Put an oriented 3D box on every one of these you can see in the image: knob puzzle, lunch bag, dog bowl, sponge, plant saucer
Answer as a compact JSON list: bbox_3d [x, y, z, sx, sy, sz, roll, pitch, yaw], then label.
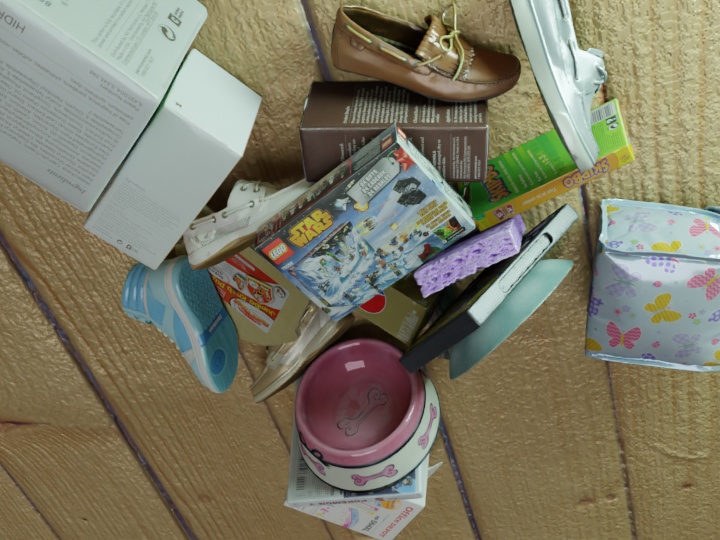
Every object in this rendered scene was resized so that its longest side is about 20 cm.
[{"bbox_3d":[-0.152,0.020,1.146,0.216,0.031,0.222,22,139,20],"label":"knob puzzle"},{"bbox_3d":[0.369,0.019,1.043,0.196,0.128,0.172,7,128,14],"label":"lunch bag"},{"bbox_3d":[0.002,0.177,1.156,0.196,0.203,0.074,-7,143,13],"label":"dog bowl"},{"bbox_3d":[0.126,-0.022,0.992,0.110,0.200,0.030,-27,92,15],"label":"sponge"},{"bbox_3d":[0.166,0.046,1.060,0.039,0.201,0.201,46,124,3],"label":"plant saucer"}]

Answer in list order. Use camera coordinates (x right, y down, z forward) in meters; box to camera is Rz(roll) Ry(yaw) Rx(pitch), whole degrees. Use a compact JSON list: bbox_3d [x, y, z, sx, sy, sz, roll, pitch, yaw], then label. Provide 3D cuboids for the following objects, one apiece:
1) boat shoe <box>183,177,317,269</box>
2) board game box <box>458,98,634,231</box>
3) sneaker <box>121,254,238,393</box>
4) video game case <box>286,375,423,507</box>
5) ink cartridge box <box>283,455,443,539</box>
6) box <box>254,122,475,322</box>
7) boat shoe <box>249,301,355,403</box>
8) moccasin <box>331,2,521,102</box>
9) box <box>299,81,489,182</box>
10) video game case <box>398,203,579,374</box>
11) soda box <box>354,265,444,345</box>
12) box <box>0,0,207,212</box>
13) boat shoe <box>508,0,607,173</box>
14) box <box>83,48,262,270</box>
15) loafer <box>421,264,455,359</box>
[{"bbox_3d":[-0.123,-0.071,1.012,0.197,0.071,0.070,-27,85,17],"label":"boat shoe"},{"bbox_3d":[0.196,-0.111,0.976,0.197,0.096,0.030,-23,123,23],"label":"board game box"},{"bbox_3d":[-0.241,0.069,1.174,0.128,0.080,0.203,1,120,29],"label":"sneaker"},{"bbox_3d":[-0.005,0.211,1.195,0.178,0.203,0.023,-7,143,13],"label":"video game case"},{"bbox_3d":[0.009,0.290,1.296,0.197,0.127,0.129,23,135,-11],"label":"ink cartridge box"},{"bbox_3d":[0.003,-0.045,0.951,0.199,0.040,0.137,-34,122,23],"label":"box"},{"bbox_3d":[-0.090,0.100,1.204,0.200,0.073,0.069,-45,80,26],"label":"boat shoe"},{"bbox_3d":[0.069,-0.229,0.919,0.198,0.074,0.078,18,138,5],"label":"moccasin"},{"bbox_3d":[0.039,-0.149,0.963,0.196,0.101,0.076,2,130,6],"label":"box"},{"bbox_3d":[0.138,0.025,0.991,0.026,0.180,0.200,46,154,2],"label":"video game case"},{"bbox_3d":[0.000,0.000,1.063,0.198,0.068,0.065,32,130,11],"label":"soda box"},{"bbox_3d":[-0.291,-0.214,0.887,0.198,0.201,0.171,34,126,-19],"label":"box"},{"bbox_3d":[0.206,-0.201,0.883,0.070,0.070,0.204,-20,94,13],"label":"boat shoe"},{"bbox_3d":[-0.209,-0.121,1.001,0.097,0.126,0.200,32,126,-19],"label":"box"},{"bbox_3d":[0.091,0.047,1.137,0.062,0.073,0.201,-13,128,24],"label":"loafer"}]
